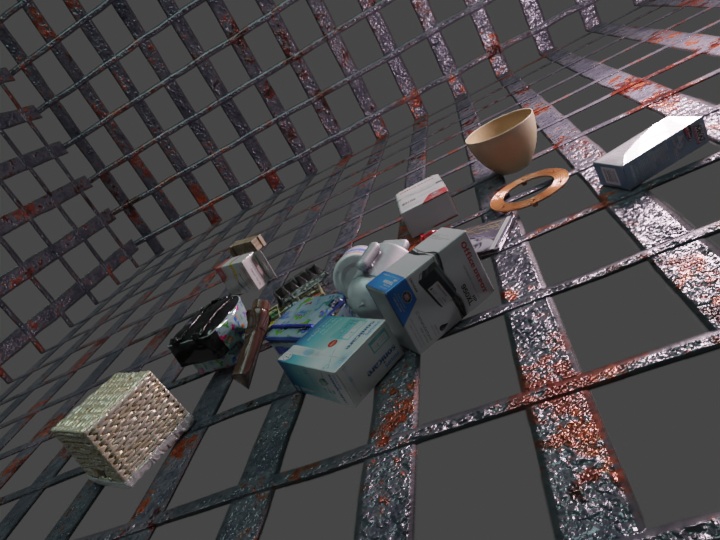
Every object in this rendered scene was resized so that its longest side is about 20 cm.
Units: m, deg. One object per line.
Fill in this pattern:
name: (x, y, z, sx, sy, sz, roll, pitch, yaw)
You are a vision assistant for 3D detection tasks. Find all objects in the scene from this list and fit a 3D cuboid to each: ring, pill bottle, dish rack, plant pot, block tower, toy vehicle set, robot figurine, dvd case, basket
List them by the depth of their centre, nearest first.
robot figurine: (0.045, 0.024, 1.103, 0.113, 0.170, 0.200, -4, 41, 38)
basket: (-0.513, 0.337, 1.183, 0.198, 0.161, 0.200, -13, 24, 42)
dvd case: (0.253, -0.066, 1.279, 0.199, 0.016, 0.149, -13, 26, 39)
pill bottle: (0.000, 0.000, 1.312, 0.112, 0.112, 0.200, -27, 6, 9)
ring: (0.419, -0.196, 1.354, 0.200, 0.019, 0.201, -26, 21, 11)
dish rack: (-0.150, 0.046, 1.421, 0.153, 0.055, 0.200, -35, 16, -11)
toy vehicle set: (-0.187, 0.105, 1.471, 0.200, 0.027, 0.124, -32, 20, -4)
plant pot: (0.419, -0.354, 1.559, 0.200, 0.135, 0.200, -27, 19, 10)
block tower: (-0.499, -0.106, 2.378, 0.199, 0.054, 0.058, -12, 27, 43)

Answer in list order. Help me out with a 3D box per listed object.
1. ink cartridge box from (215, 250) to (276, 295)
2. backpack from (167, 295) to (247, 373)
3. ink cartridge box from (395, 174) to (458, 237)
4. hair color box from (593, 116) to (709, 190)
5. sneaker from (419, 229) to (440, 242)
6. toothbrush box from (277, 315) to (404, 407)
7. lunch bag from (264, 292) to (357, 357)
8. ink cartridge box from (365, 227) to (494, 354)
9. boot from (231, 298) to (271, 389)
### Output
ink cartridge box: (-0.390, 0.010, 1.853, 0.199, 0.117, 0.068, -13, 25, 41)
backpack: (-0.373, 0.160, 1.417, 0.177, 0.151, 0.200, -17, 31, 26)
ink cartridge box: (0.187, -0.190, 1.568, 0.146, 0.083, 0.200, -26, 21, 10)
hair color box: (0.611, -0.250, 1.152, 0.200, 0.061, 0.099, -32, 20, -2)
sneaker: (0.143, -0.011, 1.145, 0.078, 0.116, 0.200, -17, 27, 32)
toothbrush box: (-0.041, 0.165, 1.037, 0.146, 0.086, 0.200, -42, 24, -30)
lunch bag: (-0.115, 0.129, 1.238, 0.200, 0.083, 0.161, -7, 33, 50)
ink cartridge box: (0.133, 0.033, 1.018, 0.200, 0.145, 0.084, -37, 22, -17)
boot: (-0.261, 0.188, 1.290, 0.187, 0.064, 0.201, 111, 168, -64)
